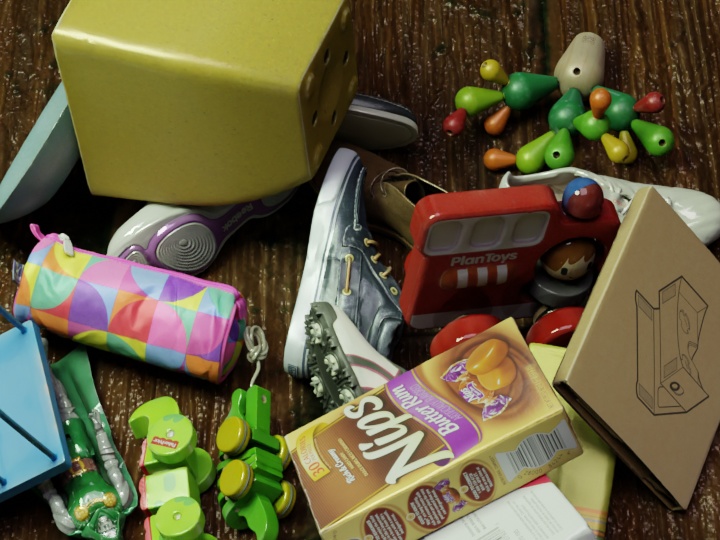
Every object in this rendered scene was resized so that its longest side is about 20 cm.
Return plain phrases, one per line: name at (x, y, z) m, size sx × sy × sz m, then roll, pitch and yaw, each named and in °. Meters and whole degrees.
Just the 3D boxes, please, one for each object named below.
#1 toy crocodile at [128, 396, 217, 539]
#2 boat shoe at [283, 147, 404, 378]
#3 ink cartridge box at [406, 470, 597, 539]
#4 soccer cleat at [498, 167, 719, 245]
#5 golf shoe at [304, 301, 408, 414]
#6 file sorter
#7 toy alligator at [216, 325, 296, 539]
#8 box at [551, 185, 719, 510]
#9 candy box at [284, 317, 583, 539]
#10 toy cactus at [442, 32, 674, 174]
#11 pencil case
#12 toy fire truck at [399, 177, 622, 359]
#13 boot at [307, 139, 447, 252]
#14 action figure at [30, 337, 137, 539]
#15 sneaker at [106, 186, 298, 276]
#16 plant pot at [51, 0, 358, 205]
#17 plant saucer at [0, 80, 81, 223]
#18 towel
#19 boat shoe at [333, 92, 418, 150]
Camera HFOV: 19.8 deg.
toy crocodile at (-0.147, 0.183, 1.618) m, size 0.061 × 0.068 × 0.201 m, roll -15°, pitch 52°, yaw 7°
boat shoe at (0.000, 0.000, 1.724) m, size 0.090 × 0.071 × 0.202 m, roll 10°, pitch 75°, yaw 6°
ink cartridge box at (0.071, 0.234, 1.501) m, size 0.199 × 0.084 × 0.145 m, roll -32°, pitch 28°, yaw -4°
soccer cleat at (0.211, -0.050, 1.747) m, size 0.198 × 0.078 × 0.070 m, roll 1°, pitch 54°, yaw 5°
golf shoe at (0.024, 0.107, 1.643) m, size 0.088 × 0.077 × 0.201 m, roll -25°, pitch 78°, yaw -22°
file sorter at (-0.353, 0.116, 1.615) m, size 0.199 × 0.123 × 0.140 m, roll -26°, pitch 55°, yaw 9°
toy alligator at (-0.093, 0.139, 1.656) m, size 0.054 × 0.059 × 0.202 m, roll -33°, pitch 46°, yaw 32°
box at (0.239, 0.061, 1.630) m, size 0.021 × 0.163 × 0.201 m, roll -14°, pitch 39°, yaw 47°
candy box at (0.052, 0.129, 1.526) m, size 0.199 × 0.057 × 0.117 m, roll -29°, pitch 37°, yaw 2°
toy cactus at (0.183, -0.156, 1.828) m, size 0.198 × 0.103 × 0.166 m, roll 4°, pitch 44°, yaw 18°
pencil case at (-0.191, 0.029, 1.707) m, size 0.198 × 0.089 × 0.089 m, roll 17°, pitch 57°, yaw 5°
toy fire truck at (0.129, -0.005, 1.656) m, size 0.198 × 0.169 × 0.113 m, roll -5°, pitch 53°, yaw -15°
boot at (0.028, -0.070, 1.780) m, size 0.199 × 0.076 × 0.074 m, roll 34°, pitch 66°, yaw 27°
action figure at (-0.236, 0.147, 1.662) m, size 0.117 × 0.055 × 0.201 m, roll -27°, pitch 59°, yaw -13°
sneaker at (-0.146, -0.059, 1.800) m, size 0.199 × 0.075 × 0.099 m, roll -34°, pitch 46°, yaw -24°
plant pot at (-0.113, -0.171, 1.714) m, size 0.198 × 0.195 × 0.196 m, roll 15°, pitch 53°, yaw 17°
plant saucer at (-0.261, -0.116, 1.791) m, size 0.038 × 0.201 × 0.202 m, roll 31°, pitch 56°, yaw -13°
towel at (0.156, 0.158, 1.609) m, size 0.085 × 0.018 × 0.202 m, roll 9°, pitch 71°, yaw 8°
boat shoe at (-0.040, -0.154, 1.847) m, size 0.197 × 0.075 × 0.067 m, roll 4°, pitch 63°, yaw 20°
